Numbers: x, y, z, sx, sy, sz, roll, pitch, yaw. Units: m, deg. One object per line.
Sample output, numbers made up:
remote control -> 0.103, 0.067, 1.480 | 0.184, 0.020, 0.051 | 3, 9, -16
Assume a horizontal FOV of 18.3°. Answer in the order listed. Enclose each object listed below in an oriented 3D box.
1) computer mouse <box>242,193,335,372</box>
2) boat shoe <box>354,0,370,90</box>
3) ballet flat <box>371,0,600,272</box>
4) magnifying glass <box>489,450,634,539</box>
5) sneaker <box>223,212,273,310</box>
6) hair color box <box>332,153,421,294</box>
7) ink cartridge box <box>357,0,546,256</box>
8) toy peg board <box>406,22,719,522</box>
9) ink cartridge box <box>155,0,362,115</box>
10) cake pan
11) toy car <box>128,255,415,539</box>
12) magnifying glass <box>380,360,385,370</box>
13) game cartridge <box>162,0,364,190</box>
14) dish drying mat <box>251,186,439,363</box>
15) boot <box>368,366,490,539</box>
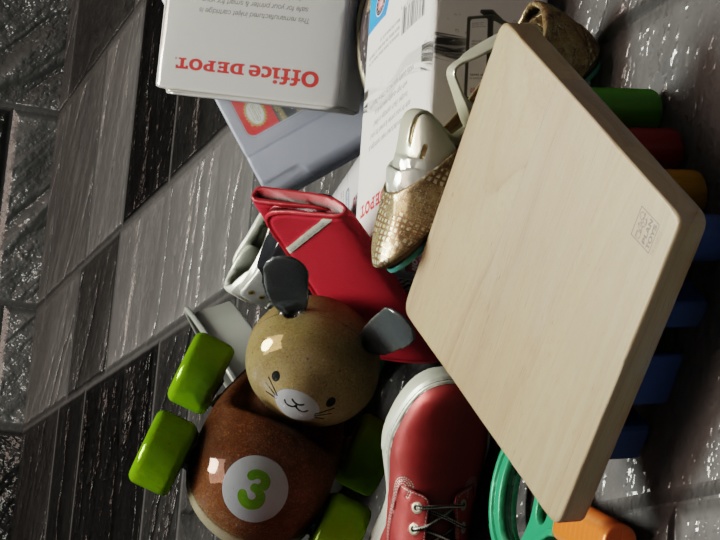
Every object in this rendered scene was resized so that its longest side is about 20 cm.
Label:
computer mouse -> -0.051, 0.032, 1.603 | 0.034, 0.058, 0.201 | 51, 136, 41
boat shoe -> 0.043, -0.209, 1.645 | 0.073, 0.074, 0.201 | 163, 113, -72
ballet flat -> 0.062, -0.088, 1.355 | 0.200, 0.065, 0.070 | -47, 20, -17
magnifying glass -> 0.115, 0.141, 1.302 | 0.200, 0.022, 0.080 | -160, 80, -76
sneaker -> -0.060, 0.028, 1.805 | 0.074, 0.115, 0.201 | -110, 31, -55
hair color box -> 0.000, 0.000, 1.641 | 0.200, 0.060, 0.100 | 126, 147, -59
ink cartridge box -> 0.061, -0.120, 1.492 | 0.146, 0.084, 0.201 | 145, 131, -68
toy peg board -> 0.133, -0.002, 1.246 | 0.199, 0.097, 0.201 | 54, 136, 45
ink cartridge box -> -0.066, -0.225, 1.700 | 0.084, 0.145, 0.201 | -1, -81, -78
cake pan -> -0.074, 0.107, 1.767 | 0.201, 0.037, 0.200 | 57, 173, 11
toy car -> -0.040, 0.080, 1.513 | 0.158, 0.164, 0.200 | -67, 4, -47
magnifying glass -> 0.022, 0.028, 1.689 | 0.200, 0.022, 0.080 | 137, 138, -62
game cartridge -> -0.060, -0.172, 1.766 | 0.201, 0.133, 0.041 | 61, -179, 0
dish drying mat -> -0.007, 0.008, 1.520 | 0.200, 0.076, 0.018 | 58, -135, -51
boot -> 0.053, 0.174, 1.434 | 0.145, 0.072, 0.201 | -105, 20, -52
